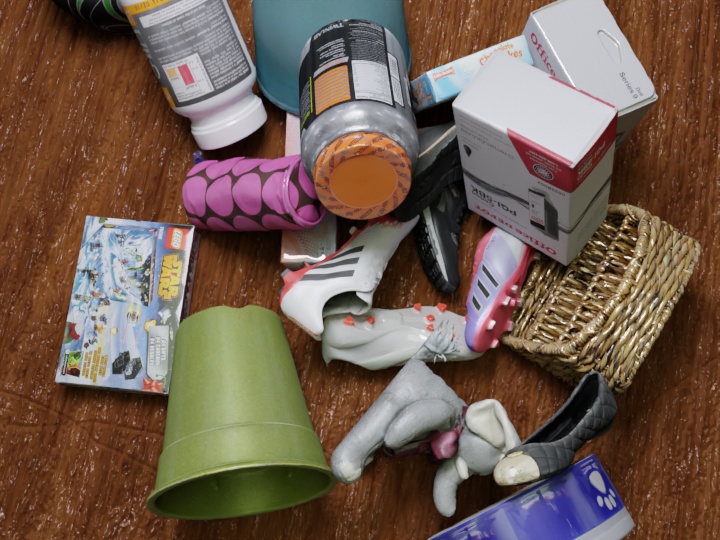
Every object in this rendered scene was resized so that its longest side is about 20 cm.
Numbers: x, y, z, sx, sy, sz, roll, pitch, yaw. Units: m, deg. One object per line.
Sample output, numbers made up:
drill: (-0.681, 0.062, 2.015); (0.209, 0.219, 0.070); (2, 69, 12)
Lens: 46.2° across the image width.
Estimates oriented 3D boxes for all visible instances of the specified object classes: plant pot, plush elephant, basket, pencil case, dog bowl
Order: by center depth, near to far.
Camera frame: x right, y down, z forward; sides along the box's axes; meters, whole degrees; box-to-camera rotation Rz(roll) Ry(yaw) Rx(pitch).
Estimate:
dog bowl: (0.168, 0.265, 0.851); (0.198, 0.200, 0.080); (-26, 74, -6)
plush elephant: (0.084, 0.177, 0.894); (0.154, 0.165, 0.201); (40, 83, 7)
plant pot: (-0.134, 0.146, 0.909); (0.196, 0.201, 0.193); (-9, 64, -1)
basket: (0.264, 0.022, 0.942); (0.148, 0.143, 0.201); (32, 78, 8)
pencil case: (-0.117, -0.094, 0.961); (0.198, 0.092, 0.094); (6, 36, 42)
plant pot: (-0.041, -0.316, 0.982); (0.196, 0.189, 0.203); (-2, 53, 3)

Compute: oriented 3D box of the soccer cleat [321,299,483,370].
soccer cleat: (0.050, 0.081, 0.978); (0.197, 0.078, 0.070); (7, 38, -14)

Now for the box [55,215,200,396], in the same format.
box: (-0.272, 0.041, 1.001); (0.134, 0.040, 0.204); (6, 75, 4)

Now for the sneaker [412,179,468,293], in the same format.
sneaker: (0.104, -0.076, 1.009); (0.086, 0.076, 0.203); (-12, 75, -8)

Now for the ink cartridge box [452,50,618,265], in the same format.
ink cartridge box: (0.184, -0.112, 0.895); (0.146, 0.201, 0.083); (33, 74, 26)

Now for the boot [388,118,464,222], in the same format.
boot: (0.058, -0.153, 0.974); (0.138, 0.078, 0.199); (32, 53, 32)

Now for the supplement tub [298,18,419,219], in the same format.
supplement tub: (-0.004, -0.157, 0.874); (0.120, 0.124, 0.202); (-4, 49, 0)

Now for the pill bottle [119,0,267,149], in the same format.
pill bottle: (-0.191, -0.254, 0.993); (0.115, 0.117, 0.202); (-25, 117, -6)

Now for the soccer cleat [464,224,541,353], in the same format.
soccer cleat: (0.155, 0.008, 0.979); (0.075, 0.067, 0.201); (16, 60, 26)

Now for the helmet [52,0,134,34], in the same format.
helmet: (-0.310, -0.403, 1.039); (0.196, 0.191, 0.204); (0, 75, 2)

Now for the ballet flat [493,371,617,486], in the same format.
ballet flat: (0.185, 0.156, 0.816); (0.199, 0.066, 0.058); (-21, 96, -47)

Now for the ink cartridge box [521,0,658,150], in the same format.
ink cartridge box: (0.236, -0.195, 0.966); (0.086, 0.200, 0.147); (-23, 76, -12)

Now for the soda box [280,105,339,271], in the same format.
soda box: (-0.058, -0.096, 1.021); (0.067, 0.064, 0.204); (0, 76, 1)

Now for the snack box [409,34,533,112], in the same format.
snack box: (0.113, -0.222, 0.982); (0.115, 0.200, 0.038); (-22, 98, -5)

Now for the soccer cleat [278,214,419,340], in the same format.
soccer cleat: (0.000, 0.000, 0.931); (0.199, 0.069, 0.085); (-34, 68, -24)
